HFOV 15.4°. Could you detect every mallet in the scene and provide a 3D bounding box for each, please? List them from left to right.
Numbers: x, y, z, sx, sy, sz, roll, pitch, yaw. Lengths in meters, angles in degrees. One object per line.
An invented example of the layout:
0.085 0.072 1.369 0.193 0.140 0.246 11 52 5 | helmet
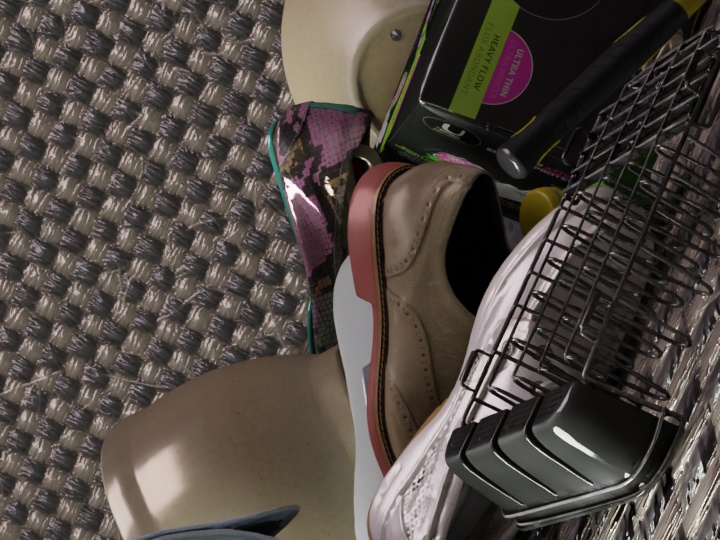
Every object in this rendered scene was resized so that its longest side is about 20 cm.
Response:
0.127 -0.105 1.050 0.200 0.041 0.066 -42 -1 -6 | mallet

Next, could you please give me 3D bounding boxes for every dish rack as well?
0.105 0.000 1.085 0.200 0.054 0.153 -66 13 -18 | dish rack

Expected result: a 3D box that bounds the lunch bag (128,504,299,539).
-0.049 0.180 1.196 0.170 0.199 0.127 121 170 -70 | lunch bag

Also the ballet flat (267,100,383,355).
0.000 0.000 1.477 0.069 0.071 0.201 -54 -42 -57 | ballet flat

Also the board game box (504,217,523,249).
0.048 0.069 1.643 0.200 0.043 0.200 120 169 -63 | board game box

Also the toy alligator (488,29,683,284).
0.113 -0.022 1.231 0.054 0.059 0.200 58 140 33 | toy alligator

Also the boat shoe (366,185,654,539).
0.079 0.060 1.183 0.200 0.071 0.069 -61 30 8 | boat shoe

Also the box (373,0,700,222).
0.096 -0.116 1.439 0.200 0.124 0.149 142 149 -80 | box

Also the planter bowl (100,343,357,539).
-0.023 0.123 1.421 0.135 0.200 0.200 -39 12 15 | planter bowl

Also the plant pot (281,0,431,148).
0.045 -0.129 1.616 0.135 0.200 0.201 -75 8 -73 | plant pot

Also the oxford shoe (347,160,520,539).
0.047 0.047 1.236 0.070 0.201 0.075 -22 12 -42 | oxford shoe

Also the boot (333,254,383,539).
0.049 0.083 1.328 0.074 0.095 0.201 -31 61 56 | boot
